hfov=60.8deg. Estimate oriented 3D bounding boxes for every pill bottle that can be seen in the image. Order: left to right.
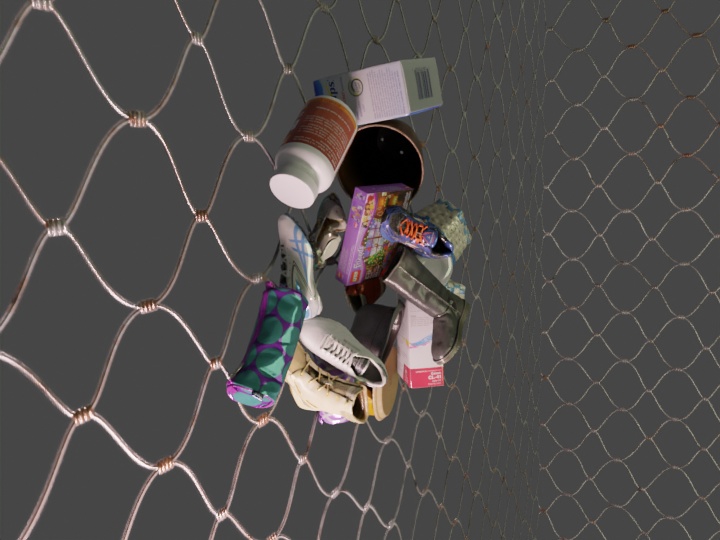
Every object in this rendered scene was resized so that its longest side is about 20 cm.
[{"bbox_3d":[-0.087,-0.214,1.117,0.112,0.111,0.201,61,41,-44],"label":"pill bottle"},{"bbox_3d":[0.125,-0.021,1.427,0.111,0.200,0.113,-3,101,-16],"label":"pill bottle"}]

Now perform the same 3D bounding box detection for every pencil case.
[{"bbox_3d":[-0.157,0.127,1.046,0.092,0.085,0.201,34,59,-31],"label":"pencil case"},{"bbox_3d":[-0.057,0.211,1.250,0.085,0.084,0.202,-15,107,-20],"label":"pencil case"}]

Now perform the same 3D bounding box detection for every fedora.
[{"bbox_3d":[0.025,0.138,1.304,0.200,0.090,0.178,-55,162,-56],"label":"fedora"}]

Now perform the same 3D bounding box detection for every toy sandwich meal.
[{"bbox_3d":[0.037,0.253,1.446,0.205,0.070,0.207,4,90,-73],"label":"toy sandwich meal"}]

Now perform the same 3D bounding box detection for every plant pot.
[{"bbox_3d":[0.059,-0.256,1.346,0.200,0.185,0.188,-66,148,-58],"label":"plant pot"}]

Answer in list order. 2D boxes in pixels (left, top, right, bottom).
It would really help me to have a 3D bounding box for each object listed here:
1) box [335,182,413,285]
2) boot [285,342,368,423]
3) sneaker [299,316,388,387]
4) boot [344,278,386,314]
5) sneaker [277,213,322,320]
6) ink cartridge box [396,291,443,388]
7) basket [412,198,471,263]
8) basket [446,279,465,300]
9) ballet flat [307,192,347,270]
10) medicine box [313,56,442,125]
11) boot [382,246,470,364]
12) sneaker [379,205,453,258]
[{"bbox_3d":[0.028,-0.074,1.247,0.136,0.039,0.201,-13,125,-44],"label":"box"},{"bbox_3d":[-0.071,0.202,1.135,0.073,0.155,0.201,-52,137,-36],"label":"boot"},{"bbox_3d":[-0.032,0.152,1.154,0.077,0.199,0.081,-59,-173,1],"label":"sneaker"},{"bbox_3d":[0.000,0.000,1.346,0.107,0.075,0.201,-48,134,-43],"label":"boot"},{"bbox_3d":[-0.122,-0.004,1.125,0.072,0.072,0.201,-19,103,-26],"label":"sneaker"},{"bbox_3d":[0.134,0.153,1.409,0.148,0.085,0.202,-141,-130,-81],"label":"ink cartridge box"},{"bbox_3d":[0.188,-0.073,1.624,0.200,0.139,0.177,-44,140,-15],"label":"basket"},{"bbox_3d":[0.182,0.113,1.561,0.138,0.176,0.201,12,99,-35],"label":"basket"},{"bbox_3d":[-0.062,-0.077,1.223,0.201,0.072,0.072,-66,145,-34],"label":"ballet flat"},{"bbox_3d":[0.039,-0.359,1.243,0.182,0.199,0.104,-35,117,-56],"label":"medicine box"},{"bbox_3d":[0.128,0.071,1.267,0.200,0.072,0.183,41,48,-23],"label":"boot"},{"bbox_3d":[0.117,-0.076,1.231,0.199,0.078,0.076,20,87,-41],"label":"sneaker"}]
